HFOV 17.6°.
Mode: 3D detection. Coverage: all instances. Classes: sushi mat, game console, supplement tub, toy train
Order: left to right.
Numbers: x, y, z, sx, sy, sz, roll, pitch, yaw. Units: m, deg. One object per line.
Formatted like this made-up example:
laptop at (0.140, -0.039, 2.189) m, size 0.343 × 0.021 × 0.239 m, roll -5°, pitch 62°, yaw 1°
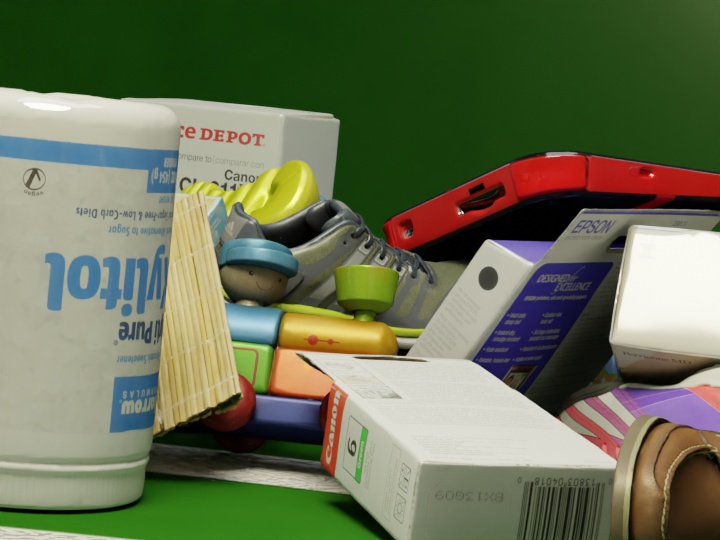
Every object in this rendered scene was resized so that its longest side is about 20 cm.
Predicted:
supplement tub at (-0.163, 0.011, 1.168) m, size 0.132 × 0.201 × 0.132 m, roll 5°, pitch 4°, yaw 0°
sushi mat at (-0.120, 0.031, 1.308) m, size 0.095 × 0.012 × 0.200 m, roll -23°, pitch 36°, yaw 6°
toy train at (0.005, 0.049, 1.323) m, size 0.199 × 0.116 × 0.085 m, roll 6°, pitch -14°, yaw 6°
game console at (0.129, -0.035, 1.477) m, size 0.177 × 0.031 × 0.200 m, roll 1°, pitch -13°, yaw -32°

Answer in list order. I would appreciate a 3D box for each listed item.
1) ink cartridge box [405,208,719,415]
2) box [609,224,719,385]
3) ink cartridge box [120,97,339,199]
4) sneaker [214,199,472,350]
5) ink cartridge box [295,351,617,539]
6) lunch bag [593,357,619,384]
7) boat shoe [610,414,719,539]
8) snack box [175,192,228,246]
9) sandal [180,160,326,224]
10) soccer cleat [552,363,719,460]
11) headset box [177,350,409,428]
ink cartridge box at (0.112, 0.028, 1.406) m, size 0.043 × 0.200 × 0.198 m, roll 46°, pitch 23°, yaw 24°
box at (0.210, 0.051, 1.400) m, size 0.095 × 0.078 × 0.200 m, roll 6°, pitch -22°, yaw 18°
ink cartridge box at (-0.104, -0.021, 1.674) m, size 0.145 × 0.201 × 0.083 m, roll 7°, pitch 4°, yaw 30°
sneaker at (0.000, 0.000, 1.412) m, size 0.200 × 0.081 × 0.074 m, roll 0°, pitch 22°, yaw -26°
ink cartridge box at (0.042, 0.091, 1.202) m, size 0.109 × 0.050 × 0.200 m, roll 4°, pitch 12°, yaw -21°
lunch bag at (0.072, 0.065, 1.630) m, size 0.150 × 0.094 × 0.200 m, roll 1°, pitch -12°, yaw -26°
boat shoe at (0.175, 0.108, 1.147) m, size 0.068 × 0.072 × 0.200 m, roll 6°, pitch 4°, yaw 22°
snack box at (-0.170, 0.022, 1.390) m, size 0.116 × 0.037 × 0.200 m, roll 7°, pitch 41°, yaw 24°
sandal at (-0.077, -0.013, 1.540) m, size 0.087 × 0.080 × 0.200 m, roll 45°, pitch -26°, yaw -25°
soccer cleat at (0.175, 0.102, 1.334) m, size 0.068 × 0.073 × 0.200 m, roll 31°, pitch -28°, yaw -30°
headset box at (-0.079, 0.057, 1.496) m, size 0.199 × 0.075 × 0.149 m, roll 5°, pitch 5°, yaw -11°
